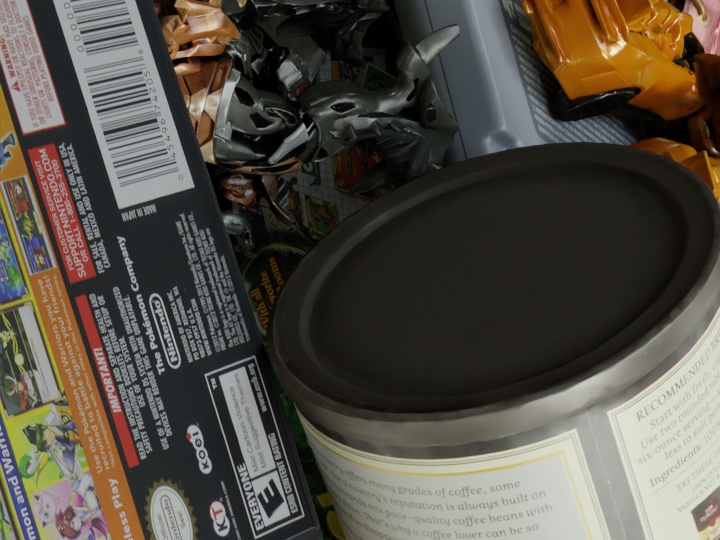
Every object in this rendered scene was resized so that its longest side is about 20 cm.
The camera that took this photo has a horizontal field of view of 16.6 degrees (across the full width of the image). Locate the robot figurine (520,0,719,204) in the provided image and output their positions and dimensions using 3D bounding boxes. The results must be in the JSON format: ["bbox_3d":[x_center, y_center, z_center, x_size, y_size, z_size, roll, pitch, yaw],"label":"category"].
[{"bbox_3d":[0.125,-0.053,0.941,0.200,0.058,0.145,1,69,-66],"label":"robot figurine"}]

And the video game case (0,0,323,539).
[{"bbox_3d":[-0.102,0.011,0.705,0.181,0.025,0.201,-20,93,-51],"label":"video game case"}]

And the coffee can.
[{"bbox_3d":[0.068,0.081,0.809,0.146,0.146,0.200,-52,134,-43],"label":"coffee can"}]

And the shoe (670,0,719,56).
[{"bbox_3d":[0.142,-0.119,1.112,0.091,0.071,0.201,-44,146,-57],"label":"shoe"}]

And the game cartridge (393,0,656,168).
[{"bbox_3d":[0.071,-0.062,0.948,0.200,0.041,0.134,28,39,-58],"label":"game cartridge"}]

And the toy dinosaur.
[{"bbox_3d":[-0.043,-0.057,0.823,0.135,0.200,0.102,-10,78,-23],"label":"toy dinosaur"}]

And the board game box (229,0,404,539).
[{"bbox_3d":[0.000,0.000,0.910,0.023,0.104,0.201,5,64,-85],"label":"board game box"}]
